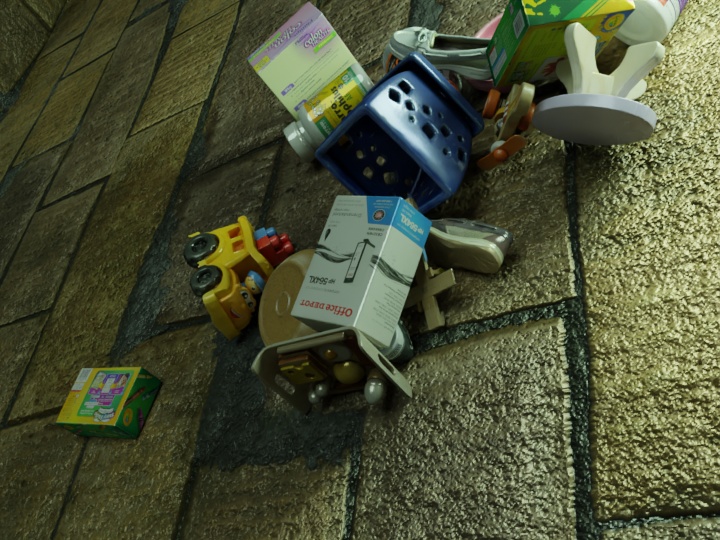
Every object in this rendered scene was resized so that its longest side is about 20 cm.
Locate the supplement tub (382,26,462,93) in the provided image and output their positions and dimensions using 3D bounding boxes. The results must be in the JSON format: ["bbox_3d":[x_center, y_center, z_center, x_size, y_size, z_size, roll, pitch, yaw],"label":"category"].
[{"bbox_3d":[0.116,-0.352,1.459,0.121,0.123,0.202,-32,40,14],"label":"supplement tub"}]

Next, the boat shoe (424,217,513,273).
[{"bbox_3d":[0.152,-0.047,1.207,0.065,0.073,0.199,-41,30,-21],"label":"boat shoe"}]

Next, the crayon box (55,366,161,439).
[{"bbox_3d":[-0.480,0.250,1.502,0.197,0.058,0.120,-6,53,38],"label":"crayon box"}]

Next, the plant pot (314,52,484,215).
[{"bbox_3d":[0.072,-0.217,1.289,0.181,0.199,0.199,-56,14,-28],"label":"plant pot"}]

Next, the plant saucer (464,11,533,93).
[{"bbox_3d":[0.276,-0.389,1.409,0.198,0.051,0.203,-23,45,24],"label":"plant saucer"}]

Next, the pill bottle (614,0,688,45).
[{"bbox_3d":[0.477,-0.464,1.250,0.111,0.111,0.201,21,71,48],"label":"pill bottle"}]

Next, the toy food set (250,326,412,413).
[{"bbox_3d":[-0.042,0.156,1.134,0.197,0.144,0.061,-15,47,30],"label":"toy food set"}]

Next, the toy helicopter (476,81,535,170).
[{"bbox_3d":[0.232,-0.231,1.229,0.078,0.200,0.135,18,83,1],"label":"toy helicopter"}]

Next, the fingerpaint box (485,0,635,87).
[{"bbox_3d":[0.298,-0.368,1.212,0.164,0.200,0.075,-11,79,-6],"label":"fingerpaint box"}]

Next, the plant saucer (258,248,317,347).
[{"bbox_3d":[-0.117,0.059,1.310,0.199,0.035,0.204,-23,60,46],"label":"plant saucer"}]

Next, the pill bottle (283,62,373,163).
[{"bbox_3d":[-0.053,-0.308,1.576,0.199,0.113,0.113,-36,39,9],"label":"pill bottle"}]

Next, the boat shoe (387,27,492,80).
[{"bbox_3d":[0.145,-0.382,1.354,0.199,0.065,0.075,18,47,12],"label":"boat shoe"}]

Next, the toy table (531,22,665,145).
[{"bbox_3d":[0.349,-0.261,1.151,0.198,0.183,0.119,12,80,44],"label":"toy table"}]

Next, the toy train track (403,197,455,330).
[{"bbox_3d":[0.097,-0.011,1.194,0.114,0.032,0.204,-27,69,42],"label":"toy train track"}]

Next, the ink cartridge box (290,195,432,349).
[{"bbox_3d":[0.001,-0.001,1.166,0.144,0.084,0.203,6,70,45],"label":"ink cartridge box"}]

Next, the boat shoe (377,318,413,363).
[{"bbox_3d":[0.022,0.066,1.211,0.069,0.056,0.201,-42,45,15],"label":"boat shoe"}]

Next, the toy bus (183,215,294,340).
[{"bbox_3d":[-0.209,0.000,1.447,0.189,0.137,0.201,-24,43,0],"label":"toy bus"}]

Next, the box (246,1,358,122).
[{"bbox_3d":[-0.102,-0.410,1.641,0.175,0.200,0.097,-41,39,4],"label":"box"}]
